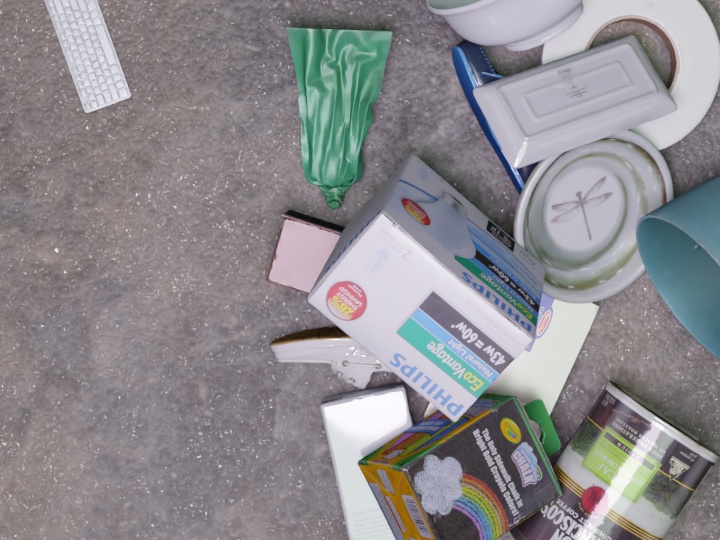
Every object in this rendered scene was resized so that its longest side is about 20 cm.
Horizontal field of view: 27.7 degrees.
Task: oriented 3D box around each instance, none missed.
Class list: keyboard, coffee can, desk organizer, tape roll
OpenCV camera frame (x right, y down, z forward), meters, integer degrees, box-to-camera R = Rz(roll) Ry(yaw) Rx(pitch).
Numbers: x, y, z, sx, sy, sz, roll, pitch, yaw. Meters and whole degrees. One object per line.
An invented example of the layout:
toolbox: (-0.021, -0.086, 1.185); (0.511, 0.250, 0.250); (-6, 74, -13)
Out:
keyboard: (-0.319, -0.282, 1.651); (0.056, 0.011, 0.202); (-19, 93, 3)
coffee can: (0.277, 0.244, 1.599); (0.146, 0.146, 0.201); (33, 94, 0)
desk organizer: (0.000, 0.000, 1.630); (0.198, 0.072, 0.078); (17, 97, 1)
tape roll: (0.298, -0.228, 1.620); (0.201, 0.037, 0.205); (0, 93, 2)

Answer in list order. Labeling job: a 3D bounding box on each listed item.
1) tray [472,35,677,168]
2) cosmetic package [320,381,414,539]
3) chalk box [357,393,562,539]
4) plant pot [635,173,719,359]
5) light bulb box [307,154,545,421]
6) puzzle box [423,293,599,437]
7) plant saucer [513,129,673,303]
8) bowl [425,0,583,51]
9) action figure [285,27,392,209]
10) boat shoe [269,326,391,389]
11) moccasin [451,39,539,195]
tray: (0.229, -0.186, 1.550); (0.199, 0.022, 0.108); (-20, 65, -12)
cosmetic package: (0.024, 0.234, 1.645); (0.101, 0.074, 0.202); (-11, 92, 2)
chalk box: (0.123, 0.211, 1.567); (0.199, 0.124, 0.126); (-28, 98, -23)
plant pot: (0.419, -0.020, 1.558); (0.160, 0.201, 0.201); (-35, 92, -11)
light bulb box: (0.073, 0.013, 1.483); (0.198, 0.200, 0.125); (39, 112, -6)
puzzle box: (0.170, 0.102, 1.653); (0.132, 0.025, 0.201); (25, 94, 1)
plant saucer: (0.249, -0.065, 1.605); (0.198, 0.050, 0.202); (-8, 112, -20)
bowl: (0.177, -0.298, 1.559); (0.200, 0.201, 0.091); (-31, 115, 4)
action figure: (-0.028, -0.168, 1.628); (0.117, 0.055, 0.202); (3, 101, 0)
boat shoe: (-0.002, 0.100, 1.636); (0.198, 0.071, 0.070); (-2, 100, 5)
moccasin: (0.168, -0.171, 1.618); (0.068, 0.080, 0.201); (-30, 107, -1)
